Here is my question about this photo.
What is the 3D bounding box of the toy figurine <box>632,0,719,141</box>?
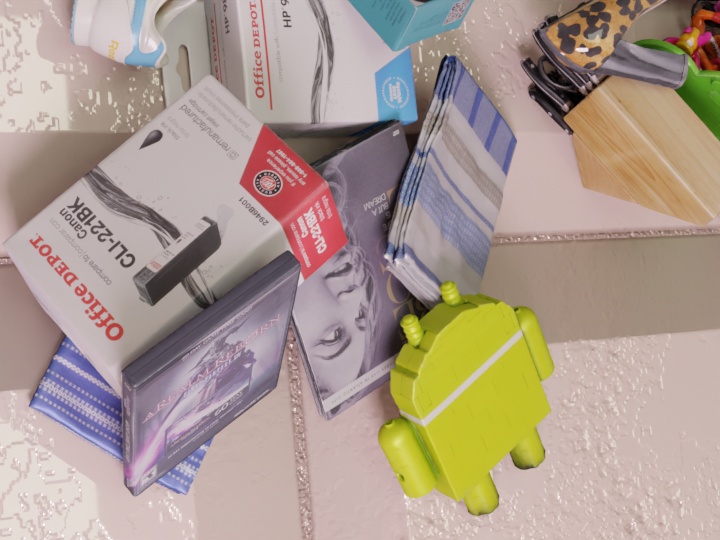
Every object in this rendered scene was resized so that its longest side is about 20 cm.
[{"bbox_3d":[0.363,-0.199,1.354,0.199,0.150,0.185,40,59,-4],"label":"toy figurine"}]

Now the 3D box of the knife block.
[{"bbox_3d":[0.237,-0.146,1.249,0.064,0.199,0.177,-41,133,-26],"label":"knife block"}]

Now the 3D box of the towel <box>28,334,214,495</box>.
[{"bbox_3d":[-0.146,0.052,1.092,0.144,0.024,0.202,34,69,-20],"label":"towel"}]

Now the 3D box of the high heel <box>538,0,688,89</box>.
[{"bbox_3d":[0.217,-0.262,1.220,0.141,0.071,0.203,8,73,-24],"label":"high heel"}]

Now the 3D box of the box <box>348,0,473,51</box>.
[{"bbox_3d":[0.001,-0.272,1.144,0.082,0.049,0.201,-26,69,-39],"label":"box"}]

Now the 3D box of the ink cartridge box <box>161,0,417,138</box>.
[{"bbox_3d":[-0.057,-0.169,1.143,0.198,0.066,0.118,-5,87,-30],"label":"ink cartridge box"}]

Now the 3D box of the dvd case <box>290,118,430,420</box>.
[{"bbox_3d":[0.000,0.000,1.148,0.148,0.016,0.202,-30,118,-29],"label":"dvd case"}]

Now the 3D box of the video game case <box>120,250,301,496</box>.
[{"bbox_3d":[-0.108,0.077,0.997,0.142,0.201,0.019,-37,73,-24],"label":"video game case"}]

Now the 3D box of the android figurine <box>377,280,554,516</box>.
[{"bbox_3d":[0.090,0.103,1.174,0.182,0.041,0.201,-41,123,-22],"label":"android figurine"}]

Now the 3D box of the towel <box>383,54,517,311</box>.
[{"bbox_3d":[0.082,-0.061,1.192,0.147,0.024,0.202,44,55,-48],"label":"towel"}]

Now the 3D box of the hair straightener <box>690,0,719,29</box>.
[{"bbox_3d":[0.338,-0.263,1.401,0.198,0.041,0.078,6,102,-34],"label":"hair straightener"}]

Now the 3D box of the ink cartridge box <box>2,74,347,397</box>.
[{"bbox_3d":[-0.132,-0.019,1.013,0.200,0.084,0.144,-42,62,-12],"label":"ink cartridge box"}]

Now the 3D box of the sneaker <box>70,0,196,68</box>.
[{"bbox_3d":[-0.151,-0.251,1.089,0.080,0.077,0.202,22,82,-2],"label":"sneaker"}]
